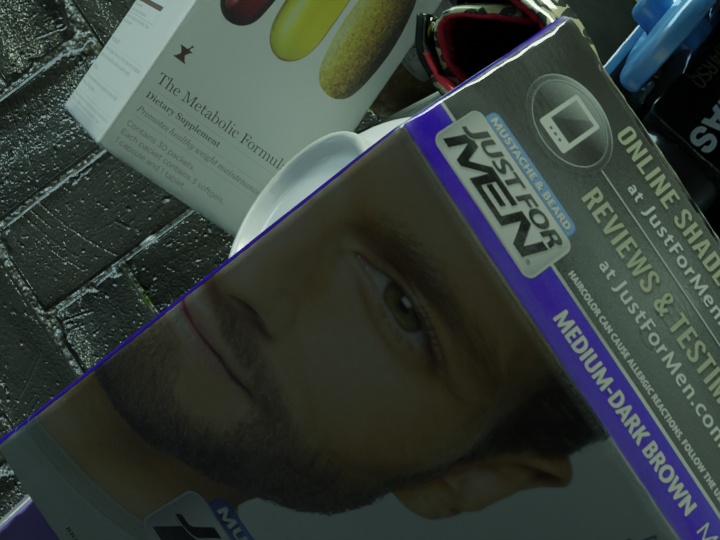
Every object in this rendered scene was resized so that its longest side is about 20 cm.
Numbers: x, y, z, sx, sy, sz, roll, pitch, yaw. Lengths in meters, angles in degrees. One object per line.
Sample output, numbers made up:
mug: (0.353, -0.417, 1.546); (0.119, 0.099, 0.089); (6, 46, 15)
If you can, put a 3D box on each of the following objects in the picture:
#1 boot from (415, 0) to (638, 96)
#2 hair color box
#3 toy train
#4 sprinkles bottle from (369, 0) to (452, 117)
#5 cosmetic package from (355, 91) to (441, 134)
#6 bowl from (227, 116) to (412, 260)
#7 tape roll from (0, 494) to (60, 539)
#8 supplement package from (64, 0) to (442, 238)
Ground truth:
boot: (0.068, -0.117, 0.793); (0.074, 0.204, 0.153); (-49, -27, 21)
hair color box: (0.002, 0.042, 0.414); (0.065, 0.110, 0.200); (-34, -1, -42)
toy train: (0.140, -0.089, 0.551); (0.200, 0.087, 0.114); (-50, 1, -8)
sprinkles bottle: (0.069, -0.147, 0.958); (0.068, 0.069, 0.199); (-34, 6, -41)
cosmetic package: (0.094, -0.080, 0.942); (0.199, 0.075, 0.101); (-26, 0, 36)
bowl: (0.000, 0.000, 0.837); (0.201, 0.090, 0.202); (-37, 32, 28)
tape roll: (-0.061, 0.085, 0.603); (0.200, 0.085, 0.200); (-43, 2, 1)
supplement package: (-0.048, -0.129, 0.936); (0.201, 0.113, 0.109); (-56, 24, 2)
